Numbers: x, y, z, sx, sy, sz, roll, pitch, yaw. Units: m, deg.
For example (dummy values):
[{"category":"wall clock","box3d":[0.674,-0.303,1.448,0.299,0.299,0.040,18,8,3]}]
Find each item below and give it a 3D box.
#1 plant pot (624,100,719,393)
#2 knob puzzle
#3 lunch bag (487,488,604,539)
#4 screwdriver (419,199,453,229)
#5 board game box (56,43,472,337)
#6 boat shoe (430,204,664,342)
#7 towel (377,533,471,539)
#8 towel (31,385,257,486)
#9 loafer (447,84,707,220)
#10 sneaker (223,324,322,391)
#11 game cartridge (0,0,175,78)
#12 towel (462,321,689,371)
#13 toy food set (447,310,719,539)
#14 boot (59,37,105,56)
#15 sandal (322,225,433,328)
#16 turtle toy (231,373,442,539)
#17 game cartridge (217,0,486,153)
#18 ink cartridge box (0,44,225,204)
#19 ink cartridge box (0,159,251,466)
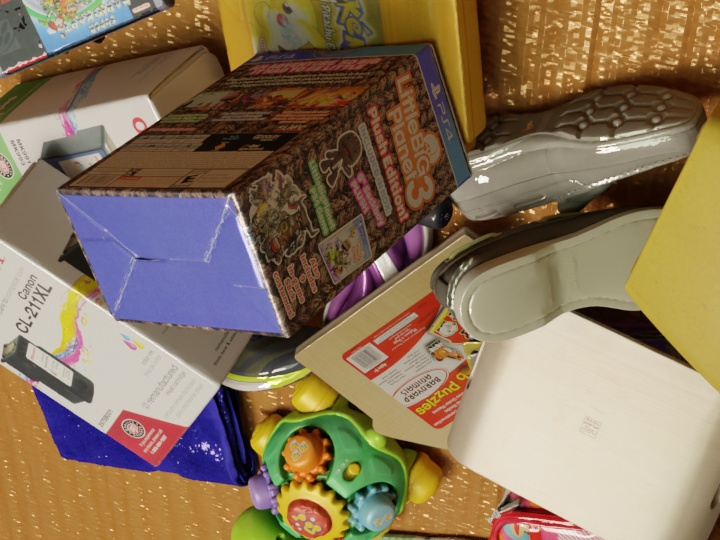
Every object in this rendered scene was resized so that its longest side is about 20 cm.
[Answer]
[{"category":"plant pot","box3d":[0.275,-0.027,0.912,0.176,0.200,0.200,30,132,12]},{"category":"knob puzzle","box3d":[0.083,0.066,1.167,0.220,0.030,0.220,1,130,2]},{"category":"lunch bag","box3d":[0.180,0.224,1.202,0.176,0.082,0.200,2,137,23]},{"category":"screwdriver","box3d":[-0.021,-0.070,1.107,0.200,0.029,0.028,21,118,27]},{"category":"board game box","box3d":[-0.057,-0.055,0.977,0.159,0.200,0.097,4,123,41]},{"category":"boat shoe","box3d":[0.143,-0.007,1.021,0.060,0.202,0.072,-142,42,-59]},{"category":"towel","box3d":[0.070,0.295,1.361,0.200,0.031,0.149,-2,124,28]},{"category":"towel","box3d":[-0.195,0.124,1.353,0.200,0.050,0.148,5,125,23]},{"category":"loafer","box3d":[0.141,-0.073,1.027,0.200,0.070,0.070,-7,126,40]},{"category":"sneaker","box3d":[-0.111,0.037,1.223,0.200,0.074,0.081,12,123,26]},{"category":"game cartridge","box3d":[-0.215,-0.216,1.062,0.200,0.038,0.130,-20,101,13]},{"category":"towel","box3d":[0.182,0.095,1.134,0.200,0.023,0.144,-1,130,16]},{"category":"toy food set","box3d":[0.168,0.100,1.079,0.200,0.060,0.144,26,113,17]},{"category":"boot","box3d":[-0.277,-0.235,1.109,0.155,0.077,0.200,-3,116,24]},{"category":"sandal","box3d":[0.007,0.002,1.158,0.082,0.050,0.203,16,130,15]},{"category":"turtle toy","box3d":[-0.036,0.186,1.284,0.146,0.101,0.200,39,132,-4]},{"category":"game cartridge","box3d":[-0.012,-0.169,1.022,0.200,0.032,0.176,18,132,34]},{"category":"ink cartridge box","box3d":[-0.179,-0.075,1.164,0.200,0.088,0.145,-6,121,33]},{"category":"ink cartridge box","box3d":[-0.193,0.035,1.142,0.200,0.083,0.146,34,140,-5]}]
